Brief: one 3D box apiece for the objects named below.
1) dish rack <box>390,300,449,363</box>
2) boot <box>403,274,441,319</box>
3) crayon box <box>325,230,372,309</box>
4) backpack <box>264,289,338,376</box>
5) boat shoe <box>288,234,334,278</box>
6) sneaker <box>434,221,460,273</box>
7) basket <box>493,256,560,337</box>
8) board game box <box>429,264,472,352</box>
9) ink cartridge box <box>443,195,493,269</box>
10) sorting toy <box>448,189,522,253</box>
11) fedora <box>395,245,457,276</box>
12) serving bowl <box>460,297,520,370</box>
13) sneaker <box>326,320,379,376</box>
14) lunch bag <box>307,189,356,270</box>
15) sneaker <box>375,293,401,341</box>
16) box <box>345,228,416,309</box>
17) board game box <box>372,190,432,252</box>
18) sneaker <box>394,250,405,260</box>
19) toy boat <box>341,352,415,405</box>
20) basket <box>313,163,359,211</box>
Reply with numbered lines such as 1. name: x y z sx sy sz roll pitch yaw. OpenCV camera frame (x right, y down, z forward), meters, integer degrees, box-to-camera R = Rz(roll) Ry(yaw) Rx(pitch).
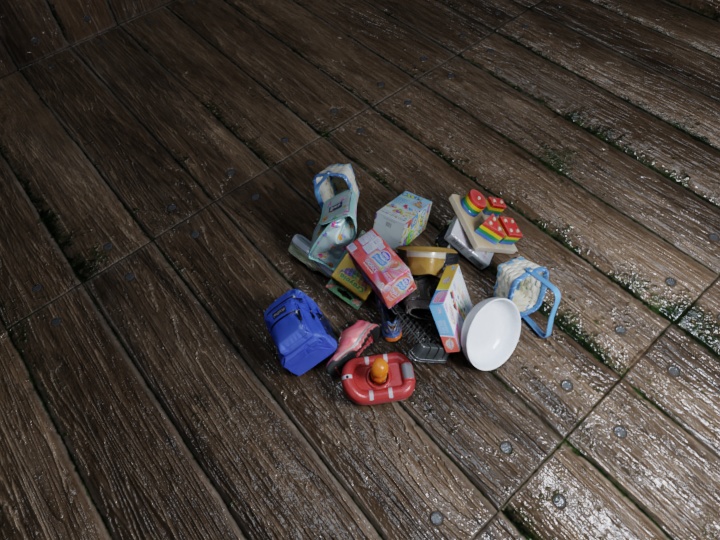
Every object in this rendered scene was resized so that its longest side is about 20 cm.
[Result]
1. dish rack: 0.157 0.164 1.531 0.055 0.152 0.201 -53 50 21
2. boot: 0.185 0.083 1.570 0.197 0.070 0.175 2 29 -25
3. crayon box: 0.000 0.000 1.649 0.126 0.051 0.202 34 83 2
4. backpack: -0.175 0.150 1.528 0.161 0.168 0.201 -31 51 3
5. boat shoe: -0.142 -0.033 1.738 0.199 0.062 0.072 41 25 14
6. sneaker: 0.271 -0.072 1.748 0.082 0.072 0.202 1 49 35
7. basket: 0.470 0.067 1.545 0.137 0.178 0.201 -17 45 -17
8. board game box: 0.253 0.101 1.521 0.040 0.155 0.201 -10 26 28
9. ink cartridge box: 0.360 -0.128 1.732 0.162 0.057 0.202 37 61 -12
10. sorting toy: 0.395 -0.158 1.709 0.196 0.070 0.202 3 55 -40
11. fedora: 0.189 -0.027 1.608 0.196 0.201 0.084 3 90 6
12. serving bowl: 0.343 0.164 1.499 0.199 0.202 0.066 -33 28 -20
13. sneaker: -0.034 0.216 1.556 0.086 0.075 0.200 25 55 37
14. lunch bag: -0.072 -0.133 1.681 0.120 0.201 0.171 24 32 -12
15. sneaker: 0.086 0.102 1.612 0.074 0.079 0.203 -9 54 -4
16. box: 0.056 -0.008 1.532 0.102 0.095 0.200 -34 49 -6
17. board game box: 0.131 -0.156 1.740 0.104 0.104 0.200 26 37 21
18. sneaker: 0.036 -0.038 1.733 0.197 0.068 0.090 -19 38 -3
19. toy boat: 0.046 0.273 1.456 0.196 0.132 0.132 -8 56 -3
20. basket: -0.084 -0.244 1.824 0.137 0.178 0.201 -2 38 20
